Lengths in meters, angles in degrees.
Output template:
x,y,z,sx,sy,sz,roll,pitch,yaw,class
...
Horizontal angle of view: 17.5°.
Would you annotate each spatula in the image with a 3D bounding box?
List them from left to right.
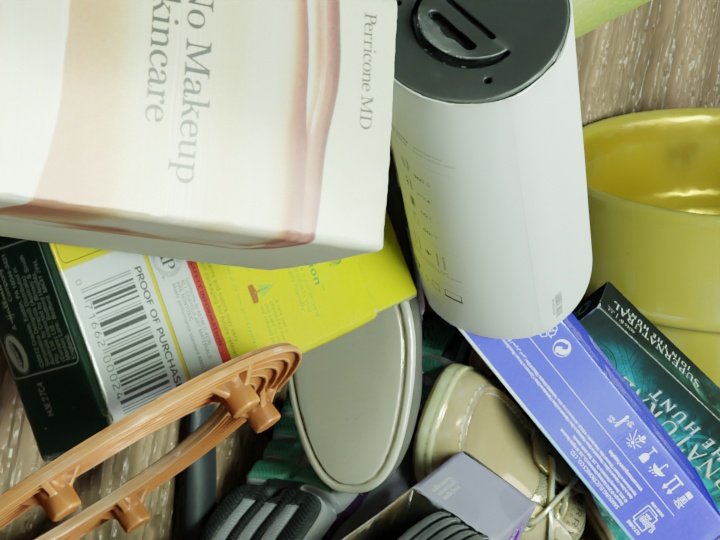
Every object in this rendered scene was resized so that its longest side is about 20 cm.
x,y,z,sx,sy,sz,roll,pitch,yaw,class
-0.066,0.045,1.067,0.056,0.021,0.201,-20,123,-57,spatula

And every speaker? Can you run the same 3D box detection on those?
x,y,z,sx,sy,sz,roll,pitch,yaw,class
0.053,-0.050,0.965,0.081,0.081,0.200,-59,159,-22,speaker

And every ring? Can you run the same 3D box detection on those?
x,y,z,sx,sy,sz,roll,pitch,yaw,class
-0.104,0.091,0.913,0.200,0.019,0.200,-34,171,-6,ring

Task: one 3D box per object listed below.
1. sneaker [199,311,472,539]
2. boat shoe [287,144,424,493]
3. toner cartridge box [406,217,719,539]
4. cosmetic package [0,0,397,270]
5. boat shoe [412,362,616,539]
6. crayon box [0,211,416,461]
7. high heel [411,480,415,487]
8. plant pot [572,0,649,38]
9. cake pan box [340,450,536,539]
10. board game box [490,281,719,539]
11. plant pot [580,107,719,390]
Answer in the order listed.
x,y,z,sx,sy,sz,roll,pitch,yaw,class
-0.004,0.105,1.127,0.200,0.074,0.088,-48,132,-36,sneaker
0.000,0.000,1.071,0.057,0.067,0.201,-1,83,-66,boat shoe
0.097,0.051,1.136,0.043,0.095,0.200,-38,102,6,toner cartridge box
-0.093,-0.062,0.843,0.200,0.087,0.104,6,83,-34,cosmetic package
0.083,0.110,1.149,0.072,0.065,0.200,-62,147,-23,boat shoe
-0.069,-0.014,0.966,0.200,0.051,0.127,-23,96,-48,crayon box
0.051,0.205,1.210,0.096,0.067,0.200,50,21,-43,high heel
0.070,-0.174,1.045,0.184,0.200,0.201,-38,134,-27,plant pot
-0.012,0.188,1.035,0.184,0.052,0.200,-30,150,-60,cake pan box
0.153,0.114,1.233,0.200,0.135,0.028,43,34,-8,board game box
0.201,0.027,1.287,0.201,0.200,0.189,-25,122,-49,plant pot
